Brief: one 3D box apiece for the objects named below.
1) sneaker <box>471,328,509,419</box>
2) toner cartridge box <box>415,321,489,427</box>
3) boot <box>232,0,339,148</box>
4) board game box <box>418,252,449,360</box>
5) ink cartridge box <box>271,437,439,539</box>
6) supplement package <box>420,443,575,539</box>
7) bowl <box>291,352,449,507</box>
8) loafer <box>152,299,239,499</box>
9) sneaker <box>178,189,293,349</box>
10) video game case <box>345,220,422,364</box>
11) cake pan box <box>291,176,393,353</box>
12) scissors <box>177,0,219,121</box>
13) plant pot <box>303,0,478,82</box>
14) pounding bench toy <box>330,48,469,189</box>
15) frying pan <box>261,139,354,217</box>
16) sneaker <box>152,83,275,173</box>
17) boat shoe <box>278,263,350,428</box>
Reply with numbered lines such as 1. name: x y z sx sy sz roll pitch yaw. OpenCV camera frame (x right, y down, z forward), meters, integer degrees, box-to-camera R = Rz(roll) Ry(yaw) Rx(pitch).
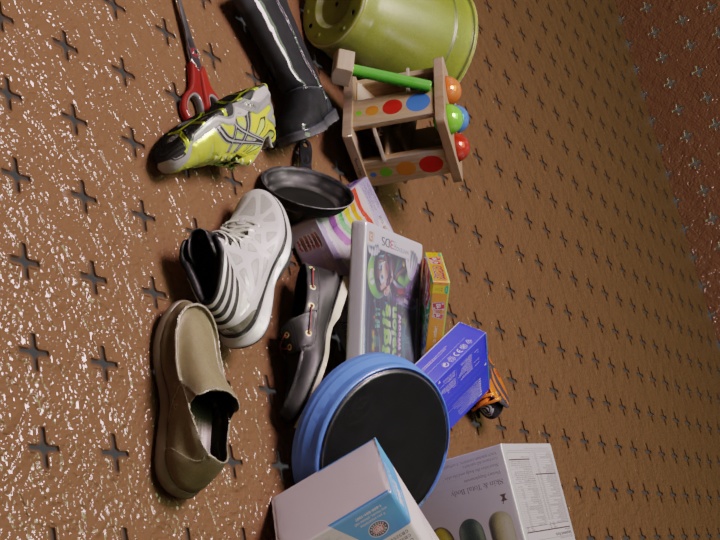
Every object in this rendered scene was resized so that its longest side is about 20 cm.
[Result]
1. sneaker: 0.160 0.170 1.625 0.112 0.077 0.200 59 29 -15
2. toner cartridge box: 0.082 0.158 1.409 0.200 0.043 0.095 -40 138 -36
3. boot: -0.102 -0.263 1.467 0.165 0.066 0.200 -61 131 -71
4. board game box: 0.087 0.087 1.488 0.096 0.030 0.200 -97 -171 -67
5. ink cartridge box: 0.018 0.300 1.180 0.200 0.128 0.125 58 2 -17
6. supplement package: 0.164 0.327 1.437 0.151 0.152 0.200 13 60 -57
7. bowl: 0.018 0.191 1.280 0.200 0.039 0.201 -9 104 -38
8. loafer: -0.151 0.116 1.115 0.076 0.067 0.200 31 45 -49
9. sneaker: -0.129 -0.030 1.228 0.115 0.075 0.201 61 27 -47
10. video game case: 0.031 0.053 1.403 0.182 0.023 0.201 18 73 -64
11. cake pan box: 0.000 0.000 1.489 0.200 0.052 0.184 65 30 -9
12. scissors: -0.189 -0.238 1.362 0.073 0.014 0.200 25 49 -50
13. plant pot: 0.028 -0.348 1.663 0.193 0.200 0.201 16 57 -42
14. pounding bench toy: 0.058 -0.219 1.570 0.200 0.156 0.124 67 20 -49
15. frying pan: -0.081 -0.113 1.432 0.115 0.031 0.190 0 29 -30
16. sneaker: -0.148 -0.143 1.286 0.200 0.075 0.077 -41 114 -50
17. boat shoe: -0.064 0.082 1.308 0.063 0.074 0.202 21 55 -11
